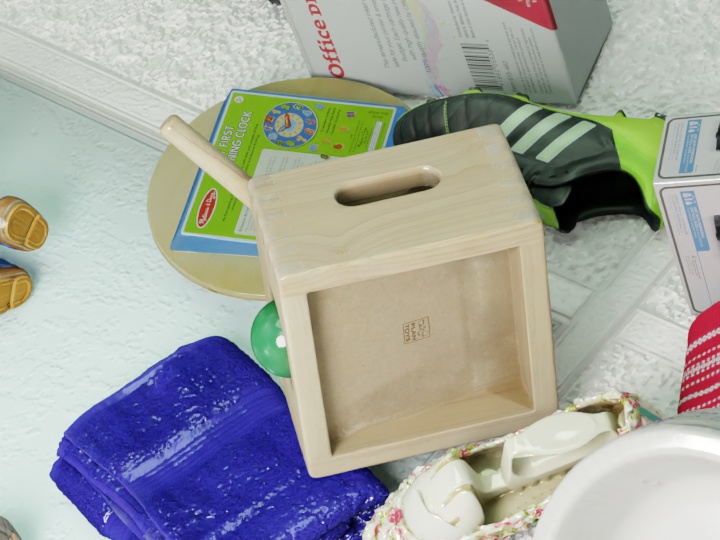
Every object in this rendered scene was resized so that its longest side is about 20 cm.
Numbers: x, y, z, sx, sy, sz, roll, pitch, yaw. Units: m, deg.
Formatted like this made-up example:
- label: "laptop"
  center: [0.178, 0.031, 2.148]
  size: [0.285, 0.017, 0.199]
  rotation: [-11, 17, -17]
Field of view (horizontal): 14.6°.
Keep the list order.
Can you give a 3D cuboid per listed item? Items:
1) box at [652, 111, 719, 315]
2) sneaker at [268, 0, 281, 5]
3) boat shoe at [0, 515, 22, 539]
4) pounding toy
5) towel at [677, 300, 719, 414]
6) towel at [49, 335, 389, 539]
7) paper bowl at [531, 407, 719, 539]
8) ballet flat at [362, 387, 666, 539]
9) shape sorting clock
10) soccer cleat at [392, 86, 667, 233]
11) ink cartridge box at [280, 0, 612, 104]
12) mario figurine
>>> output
- label: "box"
  center: [0.283, -0.038, 1.662]
  size: [0.199, 0.117, 0.060]
  rotation: [-3, 43, 19]
- label: "sneaker"
  center: [-0.034, -0.274, 2.055]
  size: [0.078, 0.076, 0.201]
  rotation: [-1, 50, 18]
- label: "boat shoe"
  center: [-0.279, 0.228, 1.695]
  size: [0.073, 0.075, 0.200]
  rotation: [3, 41, 38]
- label: "pounding toy"
  center: [0.000, 0.000, 1.671]
  size: [0.199, 0.185, 0.142]
  rotation: [-12, 39, -5]
- label: "towel"
  center: [0.227, 0.068, 1.592]
  size: [0.144, 0.022, 0.201]
  rotation: [-36, 24, 37]
- label: "towel"
  center: [-0.090, 0.126, 1.716]
  size: [0.147, 0.050, 0.200]
  rotation: [-38, 46, -13]
- label: "paper bowl"
  center: [0.194, 0.171, 1.468]
  size: [0.200, 0.202, 0.104]
  rotation: [15, 16, 33]
- label: "ballet flat"
  center: [0.082, 0.118, 1.626]
  size: [0.199, 0.064, 0.076]
  rotation: [-27, 58, 5]
- label: "shape sorting clock"
  center: [-0.045, -0.054, 1.873]
  size: [0.199, 0.039, 0.201]
  rotation: [-3, 49, 4]
- label: "soccer cleat"
  center: [0.109, -0.068, 1.799]
  size: [0.199, 0.068, 0.081]
  rotation: [6, 54, 20]
- label: "ink cartridge box"
  center: [0.051, -0.195, 1.888]
  size: [0.199, 0.146, 0.083]
  rotation: [6, 50, 27]
- label: "mario figurine"
  center: [-0.318, -0.033, 1.924]
  size: [0.199, 0.106, 0.124]
  rotation: [18, 60, 33]
